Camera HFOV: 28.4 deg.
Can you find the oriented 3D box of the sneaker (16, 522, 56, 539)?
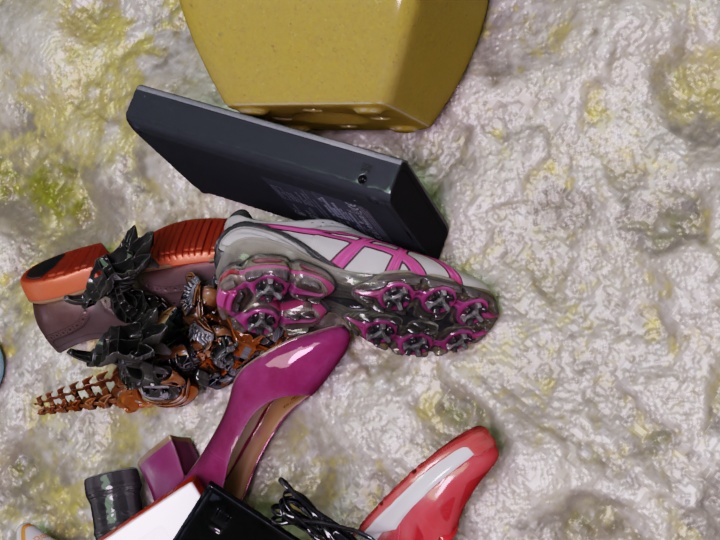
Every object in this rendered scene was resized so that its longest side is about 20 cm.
[{"bbox_3d":[-0.287,0.271,1.043,0.200,0.078,0.079,-43,76,-3],"label":"sneaker"}]

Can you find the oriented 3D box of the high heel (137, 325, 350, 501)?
[{"bbox_3d":[-0.069,0.124,0.990,0.199,0.067,0.097,-37,67,14],"label":"high heel"}]

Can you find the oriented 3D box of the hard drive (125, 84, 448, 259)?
[{"bbox_3d":[-0.048,-0.064,0.973,0.198,0.140,0.033,17,79,20],"label":"hard drive"}]

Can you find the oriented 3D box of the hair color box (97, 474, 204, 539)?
[{"bbox_3d":[-0.164,0.238,0.940,0.199,0.064,0.112,-33,89,-6],"label":"hair color box"}]

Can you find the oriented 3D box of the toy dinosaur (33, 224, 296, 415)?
[{"bbox_3d":[-0.135,0.058,0.990,0.200,0.136,0.102,-41,51,-3],"label":"toy dinosaur"}]

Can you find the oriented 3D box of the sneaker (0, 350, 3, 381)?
[{"bbox_3d":[-0.381,0.101,1.070,0.199,0.130,0.080,-35,74,12],"label":"sneaker"}]

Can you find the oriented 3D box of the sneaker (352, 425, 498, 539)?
[{"bbox_3d":[0.047,0.205,0.949,0.116,0.078,0.200,45,109,10],"label":"sneaker"}]

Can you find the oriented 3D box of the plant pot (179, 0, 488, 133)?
[{"bbox_3d":[-0.014,-0.199,0.961,0.193,0.194,0.203,1,88,19],"label":"plant pot"}]

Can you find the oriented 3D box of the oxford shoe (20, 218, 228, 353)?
[{"bbox_3d":[-0.146,0.012,1.048,0.197,0.071,0.073,-11,111,11],"label":"oxford shoe"}]

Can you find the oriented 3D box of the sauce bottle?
[{"bbox_3d":[-0.161,0.244,1.010,0.064,0.065,0.202,-17,76,16],"label":"sauce bottle"}]

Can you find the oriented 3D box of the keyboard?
[{"bbox_3d":[-0.022,0.202,0.910,0.199,0.040,0.105,34,110,-2],"label":"keyboard"}]

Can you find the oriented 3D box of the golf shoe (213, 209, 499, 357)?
[{"bbox_3d":[0.000,0.000,0.956,0.093,0.198,0.073,-97,24,-44],"label":"golf shoe"}]
